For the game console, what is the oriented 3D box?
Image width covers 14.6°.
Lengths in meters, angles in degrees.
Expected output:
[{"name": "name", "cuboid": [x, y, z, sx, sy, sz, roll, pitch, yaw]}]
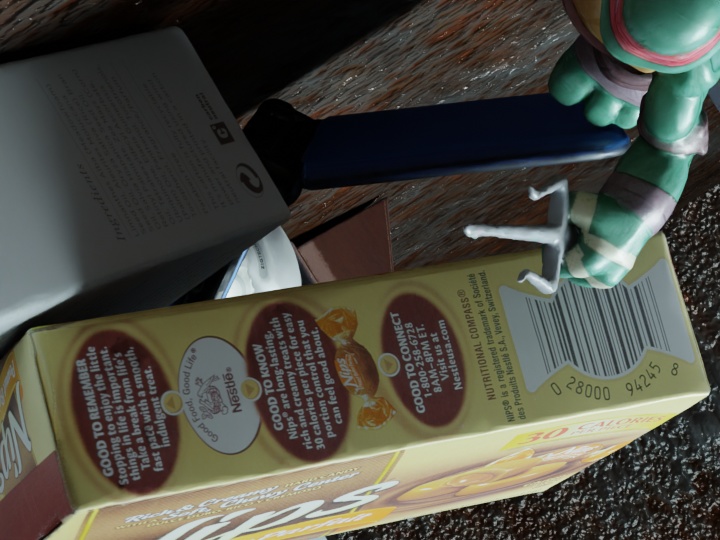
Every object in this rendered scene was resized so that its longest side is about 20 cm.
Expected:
[{"name": "game console", "cuboid": [0.000, 0.000, 0.970, 0.200, 0.118, 0.171, -73, -172, -82]}]

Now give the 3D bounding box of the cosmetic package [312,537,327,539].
[{"name": "cosmetic package", "cuboid": [-0.120, 0.110, 1.331, 0.052, 0.151, 0.200, -27, 174, -45]}]

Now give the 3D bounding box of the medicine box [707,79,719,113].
[{"name": "medicine box", "cuboid": [0.210, -0.097, 1.053, 0.103, 0.201, 0.182, -31, 174, -20]}]

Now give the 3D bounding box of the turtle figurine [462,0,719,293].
[{"name": "turtle figurine", "cuboid": [0.064, -0.073, 0.768, 0.100, 0.151, 0.200, -17, -170, 4]}]

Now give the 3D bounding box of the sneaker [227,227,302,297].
[{"name": "sneaker", "cuboid": [-0.115, 0.036, 1.195, 0.081, 0.075, 0.200, -3, 152, -48]}]

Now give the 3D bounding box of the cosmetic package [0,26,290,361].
[{"name": "cosmetic package", "cuboid": [-0.118, -0.003, 0.787, 0.101, 0.071, 0.200, -34, 174, 29]}]

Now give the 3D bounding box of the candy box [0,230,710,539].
[{"name": "candy box", "cuboid": [-0.013, 0.043, 0.818, 0.199, 0.056, 0.115, -8, 164, -25]}]

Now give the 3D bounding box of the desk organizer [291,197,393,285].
[{"name": "desk organizer", "cuboid": [-0.042, 0.040, 1.551, 0.077, 0.072, 0.200, -30, 174, -39]}]
